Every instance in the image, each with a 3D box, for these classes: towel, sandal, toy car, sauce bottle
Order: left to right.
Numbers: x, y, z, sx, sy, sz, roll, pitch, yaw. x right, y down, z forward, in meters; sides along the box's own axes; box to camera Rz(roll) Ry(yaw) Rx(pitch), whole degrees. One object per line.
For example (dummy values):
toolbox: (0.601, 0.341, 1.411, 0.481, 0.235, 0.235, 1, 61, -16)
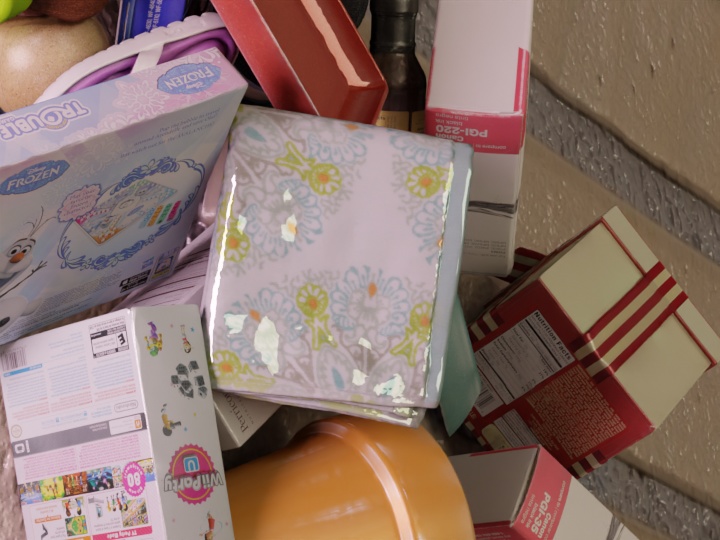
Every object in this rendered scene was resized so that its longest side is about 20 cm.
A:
toy car: (-0.236, -0.158, 1.226, 0.164, 0.157, 0.201, -42, 136, -49)
sandal: (-0.155, -0.116, 1.202, 0.202, 0.050, 0.083, -37, 149, -26)
towel: (-0.018, -0.002, 1.193, 0.170, 0.048, 0.201, 9, 87, -8)
sauce bottle: (0.025, -0.130, 1.465, 0.065, 0.065, 0.201, -10, 109, -47)

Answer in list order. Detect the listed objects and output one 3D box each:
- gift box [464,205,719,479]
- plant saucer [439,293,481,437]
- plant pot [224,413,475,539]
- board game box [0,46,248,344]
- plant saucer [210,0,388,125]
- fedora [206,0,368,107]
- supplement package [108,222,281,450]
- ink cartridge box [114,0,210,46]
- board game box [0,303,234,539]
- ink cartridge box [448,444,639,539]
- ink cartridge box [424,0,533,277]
gift box: (0.177, 0.070, 1.525, 0.185, 0.200, 0.187, 56, 41, -2)
plant saucer: (0.056, 0.024, 1.323, 0.200, 0.036, 0.201, -16, 90, -88)
plant pot: (-0.047, 0.209, 1.257, 0.183, 0.200, 0.201, -5, 82, -35)
board game box: (-0.187, -0.042, 1.156, 0.200, 0.199, 0.043, -24, 65, -39)
plant saucer: (-0.053, -0.181, 1.290, 0.200, 0.037, 0.200, 59, 19, -17)
fedora: (-0.057, -0.221, 1.430, 0.200, 0.091, 0.201, 16, 67, -42)
supplement package: (-0.095, 0.039, 1.304, 0.200, 0.109, 0.114, -45, 111, -43)
ink cartridge box: (-0.132, -0.214, 1.275, 0.039, 0.100, 0.200, 17, 38, 2)
board game box: (-0.164, 0.134, 1.179, 0.064, 0.147, 0.201, -3, 81, -48)
ink cartridge box: (0.144, 0.240, 1.470, 0.200, 0.146, 0.083, 44, 52, -28)
ink cartridge box: (0.098, -0.113, 1.478, 0.200, 0.084, 0.146, 87, 9, -49)
